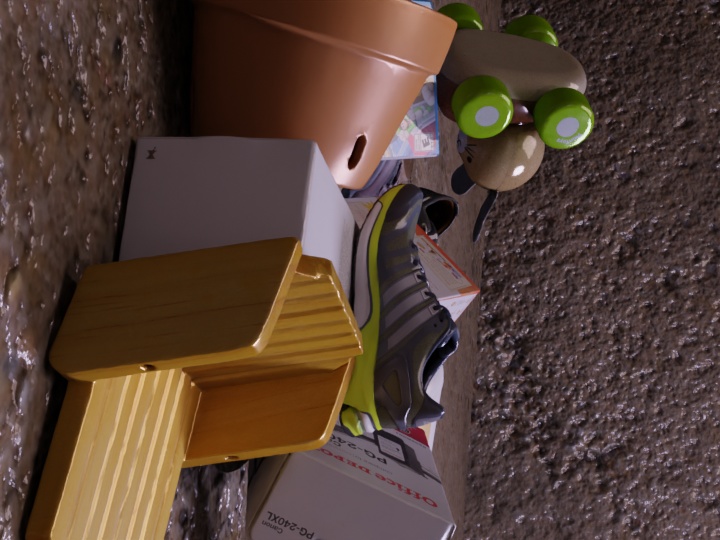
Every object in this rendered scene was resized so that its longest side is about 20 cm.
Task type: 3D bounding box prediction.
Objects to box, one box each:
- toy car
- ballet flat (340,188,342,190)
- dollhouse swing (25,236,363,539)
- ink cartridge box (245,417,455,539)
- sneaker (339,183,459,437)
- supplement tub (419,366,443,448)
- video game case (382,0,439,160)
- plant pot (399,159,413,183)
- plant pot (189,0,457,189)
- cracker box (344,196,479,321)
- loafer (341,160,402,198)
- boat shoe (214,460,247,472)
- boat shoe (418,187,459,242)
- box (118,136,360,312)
[{"bbox_3d":[0.126,-0.135,1.196,0.164,0.157,0.200,-101,-158,-48],"label":"toy car"},{"bbox_3d":[-0.043,-0.090,1.149,0.200,0.070,0.068,-67,152,-63],"label":"ballet flat"},{"bbox_3d":[-0.090,0.109,0.737,0.200,0.181,0.176,71,13,-63],"label":"dollhouse swing"},{"bbox_3d":[-0.013,0.171,0.975,0.084,0.145,0.200,-62,-170,9],"label":"ink cartridge box"},{"bbox_3d":[0.036,0.030,0.900,0.074,0.081,0.201,64,31,-69],"label":"sneaker"},{"bbox_3d":[0.003,0.134,1.159,0.145,0.144,0.200,-71,169,-57],"label":"supplement tub"},{"bbox_3d":[-0.009,-0.166,1.039,0.200,0.018,0.144,-8,98,-41],"label":"video game case"},{"bbox_3d":[0.011,-0.152,1.366,0.201,0.092,0.201,3,90,-79],"label":"plant pot"},{"bbox_3d":[-0.042,-0.146,0.886,0.200,0.200,0.140,-28,135,-77],"label":"plant pot"},{"bbox_3d":[0.000,0.000,1.050,0.200,0.134,0.058,-7,139,-55],"label":"cracker box"},{"bbox_3d":[0.009,-0.099,1.210,0.200,0.063,0.072,-50,-133,52],"label":"loafer"},{"bbox_3d":[-0.088,0.085,0.968,0.201,0.072,0.066,-68,167,-60],"label":"boat shoe"},{"bbox_3d":[0.053,-0.045,1.348,0.200,0.067,0.072,-42,143,-56],"label":"boat shoe"},{"bbox_3d":[-0.076,-0.012,0.852,0.200,0.124,0.098,60,34,-69],"label":"box"}]
